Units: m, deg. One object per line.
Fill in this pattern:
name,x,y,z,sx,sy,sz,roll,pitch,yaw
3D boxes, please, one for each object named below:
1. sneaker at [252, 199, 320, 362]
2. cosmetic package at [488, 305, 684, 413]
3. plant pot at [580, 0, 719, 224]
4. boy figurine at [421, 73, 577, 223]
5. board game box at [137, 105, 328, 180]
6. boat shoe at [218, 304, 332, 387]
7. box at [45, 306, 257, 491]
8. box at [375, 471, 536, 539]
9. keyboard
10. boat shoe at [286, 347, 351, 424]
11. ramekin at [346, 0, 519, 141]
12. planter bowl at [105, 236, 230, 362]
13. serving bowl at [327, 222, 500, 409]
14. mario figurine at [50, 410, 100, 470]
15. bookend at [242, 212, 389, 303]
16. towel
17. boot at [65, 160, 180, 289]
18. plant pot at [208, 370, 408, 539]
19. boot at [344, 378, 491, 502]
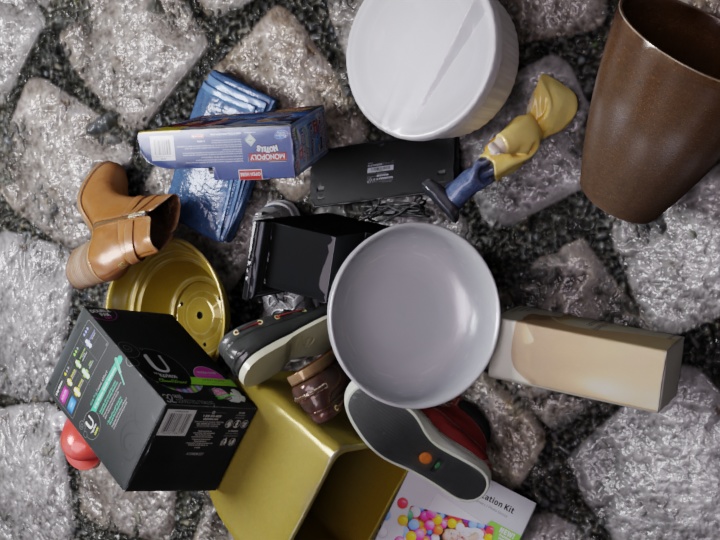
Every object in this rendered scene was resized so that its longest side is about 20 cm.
sneaker,-0.105,0.016,1.722,0.074,0.082,0.203,-11,92,25
cosmetic package,0.253,0.096,1.555,0.197,0.105,0.072,10,101,22
plant pot,0.316,-0.157,1.468,0.186,0.186,0.202,34,124,17
boy figurine,0.160,-0.140,1.561,0.200,0.124,0.065,-44,84,4
board game box,-0.125,-0.151,1.634,0.197,0.200,0.063,0,102,24
boat shoe,-0.079,0.072,1.664,0.063,0.200,0.074,45,139,28
box,-0.249,0.150,1.636,0.200,0.148,0.125,41,111,38
box,0.097,0.331,1.631,0.154,0.041,0.202,26,77,11
keyboard,0.031,-0.104,1.680,0.198,0.040,0.106,-5,71,27
boat shoe,-0.025,0.126,1.636,0.070,0.200,0.071,-32,90,27
ramekin,0.089,-0.242,1.574,0.200,0.094,0.206,-4,82,35
planter bowl,-0.227,0.058,1.776,0.198,0.083,0.204,0,89,32
serving bowl,0.052,0.049,1.530,0.197,0.066,0.203,0,90,-17
mario figurine,-0.317,0.213,1.780,0.122,0.199,0.107,-16,89,26
bookend,0.000,0.000,1.607,0.198,0.198,0.093,13,100,22
towel,-0.180,-0.143,1.757,0.111,0.048,0.202,26,107,21
boot,-0.288,-0.074,1.755,0.153,0.073,0.202,-21,49,34
plant pot,-0.077,0.225,1.683,0.200,0.193,0.197,39,111,30
boot,0.069,0.167,1.613,0.199,0.145,0.073,37,115,-12
